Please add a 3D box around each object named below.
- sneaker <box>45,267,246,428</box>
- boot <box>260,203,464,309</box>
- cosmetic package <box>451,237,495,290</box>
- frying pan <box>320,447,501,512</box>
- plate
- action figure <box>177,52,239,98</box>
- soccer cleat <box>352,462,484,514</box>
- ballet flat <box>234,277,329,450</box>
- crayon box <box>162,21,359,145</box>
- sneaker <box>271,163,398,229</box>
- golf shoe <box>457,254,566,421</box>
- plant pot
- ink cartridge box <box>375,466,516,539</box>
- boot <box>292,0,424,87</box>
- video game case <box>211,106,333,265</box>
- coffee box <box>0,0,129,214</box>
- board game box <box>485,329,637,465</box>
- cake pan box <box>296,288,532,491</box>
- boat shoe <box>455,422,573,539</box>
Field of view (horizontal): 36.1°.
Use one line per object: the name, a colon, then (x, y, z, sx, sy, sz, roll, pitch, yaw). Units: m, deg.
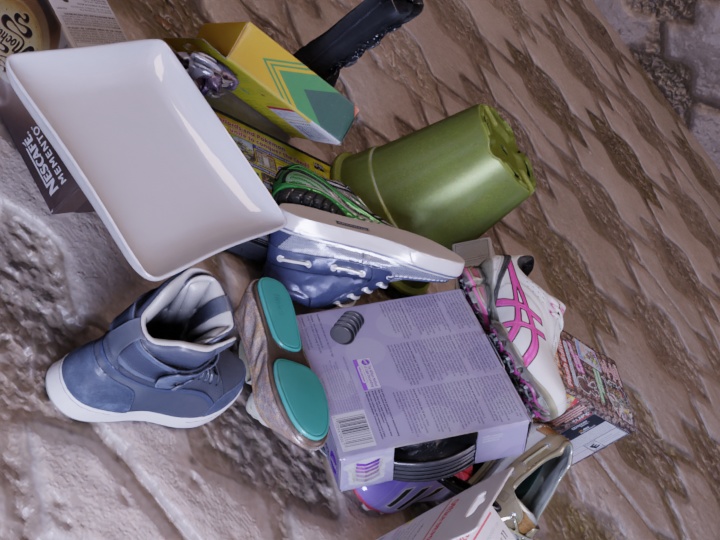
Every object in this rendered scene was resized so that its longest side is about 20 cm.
sneaker: (-0.130, 0.064, 0.893, 0.202, 0.146, 0.077, 2, 55, -56)
boot: (0.000, 0.000, 1.126, 0.199, 0.091, 0.073, 15, 16, -4)
cosmetic package: (0.154, 0.063, 1.304, 0.083, 0.050, 0.200, -86, 162, -46)
frying pan: (0.034, 0.176, 1.043, 0.115, 0.031, 0.190, -14, 40, -42)
plate: (-0.169, -0.091, 0.883, 0.200, 0.032, 0.200, 56, 30, 3)
action figure: (-0.183, -0.167, 1.083, 0.069, 0.130, 0.200, 47, 19, -12)
soccer cleat: (0.068, 0.202, 1.100, 0.200, 0.076, 0.067, 16, 47, -48)
ballet flat: (-0.077, 0.096, 1.005, 0.068, 0.067, 0.200, 25, 32, -34)
crayon box: (-0.111, -0.218, 1.236, 0.200, 0.051, 0.127, 34, -7, -32)
sneaker: (-0.010, -0.056, 1.202, 0.200, 0.078, 0.085, 32, 36, -32)
golf shoe: (0.168, 0.057, 1.098, 0.073, 0.092, 0.200, 75, -5, -50)
plant pot: (0.100, -0.100, 1.320, 0.200, 0.190, 0.200, 46, 27, -31)
ink cartridge box: (0.053, 0.249, 0.904, 0.067, 0.200, 0.117, 54, 30, 0)
boot: (-0.006, -0.294, 1.381, 0.066, 0.200, 0.165, 50, 30, -7)
video game case: (-0.092, -0.076, 1.211, 0.200, 0.025, 0.181, 22, 43, -42)
coffee box: (-0.258, -0.163, 0.976, 0.080, 0.113, 0.201, -13, 71, -58)
board game box: (0.180, 0.144, 1.237, 0.200, 0.159, 0.097, 29, 37, -37)
cake pan box: (0.043, 0.108, 1.047, 0.183, 0.052, 0.200, -11, 42, -13)
boat shoe: (0.139, 0.235, 1.082, 0.075, 0.068, 0.200, 49, 64, -40)
